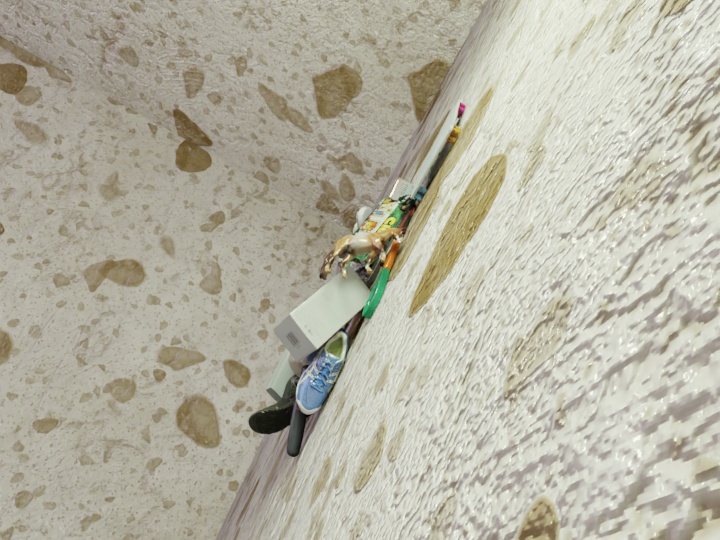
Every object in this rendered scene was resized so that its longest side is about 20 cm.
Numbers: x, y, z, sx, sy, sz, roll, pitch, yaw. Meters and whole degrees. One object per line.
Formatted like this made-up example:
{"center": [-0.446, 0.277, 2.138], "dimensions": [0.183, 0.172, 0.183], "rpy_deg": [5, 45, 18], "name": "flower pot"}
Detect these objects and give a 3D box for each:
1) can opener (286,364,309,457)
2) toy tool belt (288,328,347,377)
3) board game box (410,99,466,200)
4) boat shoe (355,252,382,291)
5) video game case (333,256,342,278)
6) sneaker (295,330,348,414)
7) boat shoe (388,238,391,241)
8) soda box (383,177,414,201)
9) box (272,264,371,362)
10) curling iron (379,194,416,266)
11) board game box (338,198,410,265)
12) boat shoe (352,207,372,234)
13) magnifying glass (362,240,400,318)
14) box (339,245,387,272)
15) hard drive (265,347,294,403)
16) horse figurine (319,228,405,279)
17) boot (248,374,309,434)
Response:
{"center": [-0.130, 0.309, 1.336], "dimensions": [0.064, 0.077, 0.204], "rpy_deg": [66, -145, -61], "name": "can opener"}
{"center": [-0.083, 0.179, 1.478], "dimensions": [0.122, 0.124, 0.203], "rpy_deg": [-6, 53, 47], "name": "toy tool belt"}
{"center": [0.189, -0.287, 1.443], "dimensions": [0.202, 0.026, 0.201], "rpy_deg": [-61, 4, 35], "name": "board game box"}
{"center": [0.008, 0.027, 1.451], "dimensions": [0.201, 0.064, 0.074], "rpy_deg": [-59, 3, 36], "name": "boat shoe"}
{"center": [-0.062, 0.071, 1.741], "dimensions": [0.182, 0.023, 0.204], "rpy_deg": [-114, 34, -68], "name": "video game case"}
{"center": [-0.083, 0.216, 1.313], "dimensions": [0.077, 0.075, 0.202], "rpy_deg": [117, 177, -59], "name": "sneaker"}
{"center": [0.063, -0.108, 1.597], "dimensions": [0.066, 0.074, 0.202], "rpy_deg": [-59, 10, -3], "name": "boat shoe"}
{"center": [0.096, -0.175, 1.615], "dimensions": [0.064, 0.067, 0.200], "rpy_deg": [-64, 3, -14], "name": "soda box"}
{"center": [-0.083, 0.098, 1.368], "dimensions": [0.199, 0.098, 0.124], "rpy_deg": [-40, 0, -34], "name": "box"}
{"center": [0.084, -0.094, 1.410], "dimensions": [0.203, 0.049, 0.026], "rpy_deg": [-67, 6, -23], "name": "curling iron"}
{"center": [0.038, -0.097, 1.463], "dimensions": [0.104, 0.024, 0.201], "rpy_deg": [15, 57, 44], "name": "board game box"}
{"center": [0.011, -0.112, 1.734], "dimensions": [0.073, 0.065, 0.201], "rpy_deg": [-66, -25, -21], "name": "boat shoe"}
{"center": [0.048, 0.017, 1.318], "dimensions": [0.202, 0.022, 0.080], "rpy_deg": [-65, 4, -32], "name": "magnifying glass"}
{"center": [0.000, 0.000, 1.551], "dimensions": [0.202, 0.034, 0.111], "rpy_deg": [-62, 41, 26], "name": "box"}
{"center": [-0.189, 0.311, 1.733], "dimensions": [0.026, 0.132, 0.201], "rpy_deg": [-29, 22, 31], "name": "hard drive"}
{"center": [-0.004, -0.040, 1.310], "dimensions": [0.196, 0.050, 0.134], "rpy_deg": [-13, 37, 21], "name": "horse figurine"}
{"center": [-0.196, 0.336, 1.577], "dimensions": [0.200, 0.178, 0.074], "rpy_deg": [-103, -1, -70], "name": "boot"}
